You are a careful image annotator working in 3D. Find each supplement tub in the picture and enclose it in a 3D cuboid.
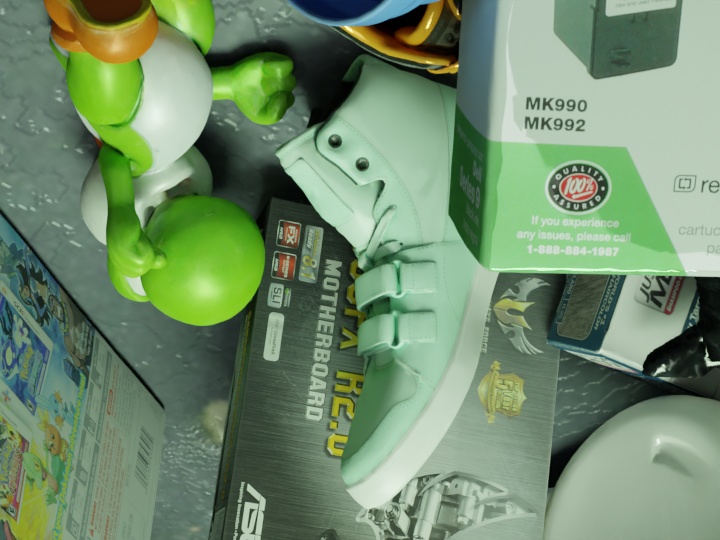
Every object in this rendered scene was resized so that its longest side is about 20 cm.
[{"bbox_3d":[0.200,0.155,0.801,0.199,0.145,0.145,24,129,-35],"label":"supplement tub"}]

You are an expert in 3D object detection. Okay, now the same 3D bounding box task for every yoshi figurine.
[{"bbox_3d":[-0.081,-0.052,0.740,0.111,0.112,0.201,-4,137,-6],"label":"yoshi figurine"}]

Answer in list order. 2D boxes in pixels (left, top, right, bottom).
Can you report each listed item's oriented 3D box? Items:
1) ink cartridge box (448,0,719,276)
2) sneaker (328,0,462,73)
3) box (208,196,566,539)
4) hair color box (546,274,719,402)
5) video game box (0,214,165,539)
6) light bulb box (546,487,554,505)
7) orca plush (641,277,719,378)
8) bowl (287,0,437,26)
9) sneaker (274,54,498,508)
[{"bbox_3d":[0.112,-0.105,0.582,0.145,0.084,0.202,1,106,-4],"label":"ink cartridge box"},{"bbox_3d":[0.045,-0.113,0.703,0.199,0.078,0.078,16,129,-19],"label":"sneaker"},{"bbox_3d":[0.013,0.078,0.802,0.157,0.202,0.048,11,164,-11],"label":"box"},{"bbox_3d":[0.202,0.025,0.816,0.199,0.060,0.101,22,86,-21],"label":"hair color box"},{"bbox_3d":[-0.167,0.096,0.810,0.046,0.201,0.183,-17,131,16],"label":"video game box"},{"bbox_3d":[0.174,0.250,0.938,0.200,0.199,0.124,34,151,-33],"label":"light bulb box"},{"bbox_3d":[0.142,-0.039,0.687,0.105,0.071,0.201,23,120,23],"label":"orca plush"},{"bbox_3d":[0.003,-0.187,0.559,0.039,0.201,0.201,-9,138,-27],"label":"bowl"},{"bbox_3d":[0.000,0.000,0.747,0.118,0.202,0.074,25,159,-15],"label":"sneaker"}]
